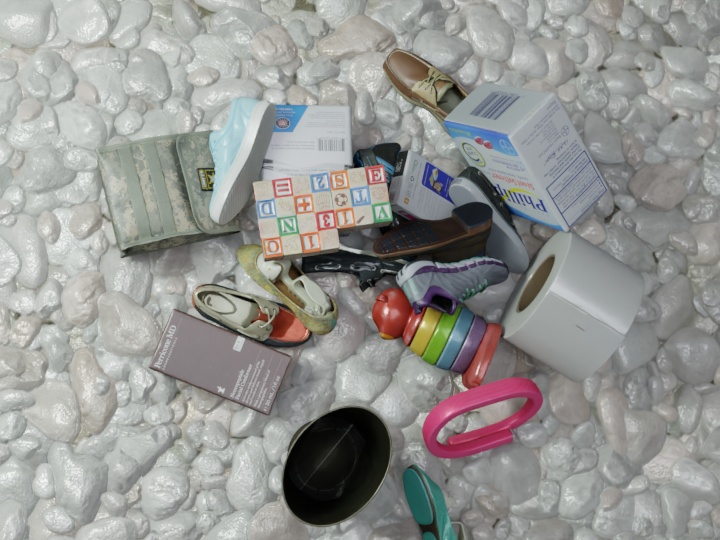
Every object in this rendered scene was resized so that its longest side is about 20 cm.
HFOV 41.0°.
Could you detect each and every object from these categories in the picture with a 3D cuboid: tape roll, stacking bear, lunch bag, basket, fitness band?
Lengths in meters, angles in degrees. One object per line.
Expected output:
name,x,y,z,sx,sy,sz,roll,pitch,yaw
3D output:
tape roll,0.329,0.055,1.511,0.139,0.203,0.203,31,80,-5
stacking bear,0.111,0.095,1.524,0.199,0.121,0.114,25,83,2
lunch bag,-0.289,-0.120,1.479,0.199,0.118,0.165,-13,86,-16
basket,-0.047,0.282,1.428,0.136,0.200,0.181,39,79,-2
fitness band,0.192,0.232,1.503,0.199,0.144,0.038,-16,50,-11

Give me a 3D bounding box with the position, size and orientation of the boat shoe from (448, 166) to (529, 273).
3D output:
boat shoe,0.219,-0.082,1.561,0.200,0.068,0.057,51,55,-22

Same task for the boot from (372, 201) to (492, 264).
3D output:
boot,0.116,-0.031,1.500,0.199,0.097,0.075,-18,43,-11

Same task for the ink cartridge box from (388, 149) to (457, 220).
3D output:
ink cartridge box,0.129,-0.109,1.550,0.200,0.037,0.095,26,71,-35

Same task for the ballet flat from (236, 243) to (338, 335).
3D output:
ballet flat,-0.109,0.017,1.499,0.200,0.071,0.071,44,80,9

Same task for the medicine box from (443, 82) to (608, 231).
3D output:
medicine box,0.255,-0.179,1.498,0.103,0.182,0.200,-43,120,-11

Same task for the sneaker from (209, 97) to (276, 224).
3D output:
sneaker,-0.197,-0.169,1.461,0.082,0.074,0.201,18,80,19

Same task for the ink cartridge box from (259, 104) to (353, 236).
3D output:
ink cartridge box,-0.087,-0.155,1.526,0.146,0.086,0.201,0,85,-7

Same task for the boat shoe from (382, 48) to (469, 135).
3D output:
boat shoe,0.128,-0.295,1.580,0.200,0.074,0.076,38,80,-3

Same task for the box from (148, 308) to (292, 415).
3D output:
box,-0.214,0.141,1.484,0.199,0.075,0.101,22,82,-4

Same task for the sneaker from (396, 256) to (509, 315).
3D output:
sneaker,0.152,0.033,1.495,0.199,0.074,0.088,-4,59,-26

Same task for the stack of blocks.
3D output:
stack of blocks,-0.056,-0.085,1.450,0.199,0.059,0.116,-9,85,-7

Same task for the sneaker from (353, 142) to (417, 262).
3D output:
sneaker,0.061,-0.112,1.552,0.082,0.073,0.201,-21,90,-15

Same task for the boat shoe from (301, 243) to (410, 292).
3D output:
boat shoe,0.000,0.000,1.530,0.198,0.075,0.066,13,84,-7

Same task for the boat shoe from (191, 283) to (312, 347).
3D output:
boat shoe,-0.167,0.070,1.503,0.199,0.063,0.071,21,79,-7

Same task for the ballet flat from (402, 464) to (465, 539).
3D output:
ballet flat,0.124,0.396,1.520,0.070,0.067,0.201,-14,86,-34
